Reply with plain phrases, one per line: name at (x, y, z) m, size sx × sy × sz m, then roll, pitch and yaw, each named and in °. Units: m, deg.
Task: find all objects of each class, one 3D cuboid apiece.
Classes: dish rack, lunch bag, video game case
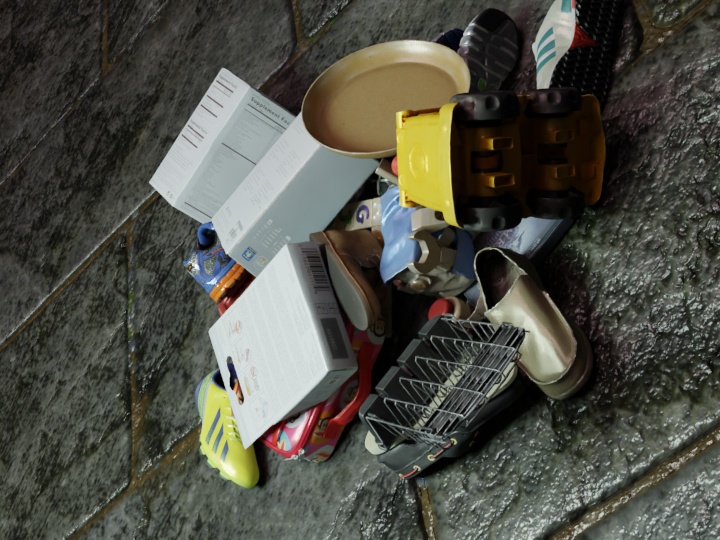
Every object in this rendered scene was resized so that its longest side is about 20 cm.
dish rack at (0.087, 0.111, 1.379) m, size 0.154 × 0.055 × 0.200 m, roll -52°, pitch 21°, yaw -16°
lunch bag at (-0.055, 0.118, 1.639) m, size 0.176 × 0.082 × 0.201 m, roll 29°, pitch 98°, yaw 47°
video game case at (0.145, -0.048, 1.572) m, size 0.143 × 0.019 × 0.200 m, roll -52°, pitch 33°, yaw 12°

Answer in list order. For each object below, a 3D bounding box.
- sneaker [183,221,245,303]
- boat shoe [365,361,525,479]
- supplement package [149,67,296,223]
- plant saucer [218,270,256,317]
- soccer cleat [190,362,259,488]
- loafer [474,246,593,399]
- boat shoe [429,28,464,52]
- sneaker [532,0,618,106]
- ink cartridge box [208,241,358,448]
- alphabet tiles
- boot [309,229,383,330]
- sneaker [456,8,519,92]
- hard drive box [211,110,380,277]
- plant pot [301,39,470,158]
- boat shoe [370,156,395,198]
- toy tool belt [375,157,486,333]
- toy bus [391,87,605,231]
sneaker at (-0.178, -0.049, 1.908) m, size 0.075 × 0.078 × 0.200 m, roll -45°, pitch 15°, yaw 39°
boat shoe at (0.095, 0.152, 1.450) m, size 0.201 × 0.063 × 0.074 m, roll -34°, pitch 21°, yaw 34°
supplement package at (-0.191, -0.168, 2.020) m, size 0.201 × 0.113 × 0.109 m, roll -56°, pitch 34°, yaw 3°
plant saucer at (-0.108, 0.028, 1.831) m, size 0.200 × 0.037 × 0.200 m, roll -54°, pitch 34°, yaw 11°
soccer cleat at (-0.160, 0.189, 1.753) m, size 0.084 × 0.065 × 0.200 m, roll -48°, pitch 35°, yaw 13°
loafer at (0.164, 0.049, 1.417) m, size 0.076 × 0.067 × 0.200 m, roll -49°, pitch 42°, yaw 17°
boat shoe at (0.055, -0.224, 1.740) m, size 0.200 × 0.073 × 0.072 m, roll -35°, pitch 10°, yaw -24°
sneaker at (0.228, -0.230, 1.571) m, size 0.093 × 0.070 × 0.201 m, roll -29°, pitch 43°, yaw 64°
ink cartridge box at (-0.090, 0.087, 1.599) m, size 0.200 × 0.057 × 0.163 m, roll -49°, pitch 53°, yaw 47°
alphabet tiles at (-0.019, 0.020, 1.688) m, size 0.167 × 0.008 × 0.202 m, roll -9°, pitch 77°, yaw 48°
boot at (0.000, 0.000, 1.568) m, size 0.075 × 0.074 × 0.200 m, roll -13°, pitch 27°, yaw -10°
sneaker at (0.118, -0.217, 1.689) m, size 0.115 × 0.075 × 0.201 m, roll -29°, pitch 35°, yaw 55°
hard drive box at (-0.083, -0.095, 1.718) m, size 0.200 × 0.077 × 0.156 m, roll -49°, pitch 22°, yaw 6°
plant pot at (0.031, -0.192, 1.613) m, size 0.199 × 0.028 × 0.201 m, roll -11°, pitch 43°, yaw 10°
boat shoe at (0.036, -0.104, 1.704) m, size 0.072 × 0.067 × 0.201 m, roll -40°, pitch 36°, yaw 33°
toy tool belt at (0.063, -0.024, 1.534) m, size 0.125 × 0.123 × 0.201 m, roll -34°, pitch 42°, yaw 33°
toy bus at (0.128, -0.120, 1.473) m, size 0.192 × 0.199 × 0.137 m, roll 11°, pitch 107°, yaw 58°
